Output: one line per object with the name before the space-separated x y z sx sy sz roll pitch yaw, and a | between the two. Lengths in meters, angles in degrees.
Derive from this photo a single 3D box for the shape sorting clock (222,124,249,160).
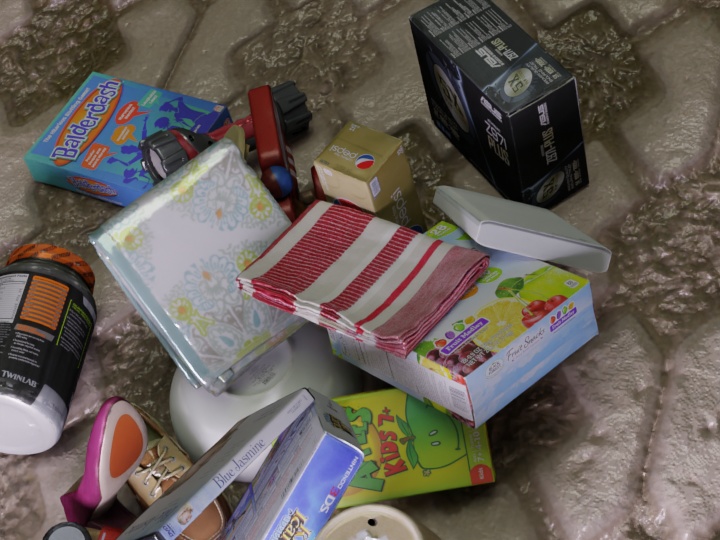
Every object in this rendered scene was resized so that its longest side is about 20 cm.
shape sorting clock | -0.153 -0.056 1.670 0.039 0.200 0.200 11 49 -15

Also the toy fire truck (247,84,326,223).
toy fire truck | -0.082 -0.074 1.668 0.112 0.168 0.200 -13 49 4

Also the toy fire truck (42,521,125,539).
toy fire truck | -0.202 0.321 1.416 0.200 0.129 0.176 9 53 7

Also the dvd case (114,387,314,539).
dvd case | -0.137 0.184 1.400 0.018 0.143 0.200 51 56 -6

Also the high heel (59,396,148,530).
high heel | -0.253 0.179 1.486 0.096 0.200 0.067 30 42 26

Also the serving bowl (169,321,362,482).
serving bowl | -0.101 0.110 1.589 0.200 0.066 0.200 -7 51 8

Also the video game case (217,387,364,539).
video game case | -0.071 0.214 1.385 0.045 0.181 0.200 30 93 -10

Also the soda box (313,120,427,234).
soda box | 0.018 -0.054 1.604 0.068 0.200 0.064 24 61 30

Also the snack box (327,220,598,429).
snack box | 0.090 0.045 1.480 0.169 0.068 0.200 -35 37 -29

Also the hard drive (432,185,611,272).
hard drive | 0.155 -0.044 1.569 0.132 0.027 0.200 13 11 -12

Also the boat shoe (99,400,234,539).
boat shoe | -0.197 0.197 1.532 0.076 0.074 0.200 -42 52 -11

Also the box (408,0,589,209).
box | 0.148 -0.182 1.700 0.086 0.164 0.200 -30 51 -11

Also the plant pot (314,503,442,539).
plant pot | 0.023 0.284 1.320 0.187 0.200 0.188 -6 52 8

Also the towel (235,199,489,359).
towel | 0.000 0.000 1.476 0.200 0.023 0.144 20 49 30

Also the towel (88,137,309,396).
towel | -0.140 -0.002 1.545 0.171 0.200 0.048 -37 7 -16

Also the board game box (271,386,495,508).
board game box | 0.020 0.163 1.491 0.200 0.048 0.102 -10 89 6

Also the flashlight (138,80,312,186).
flashlight | -0.150 -0.156 1.786 0.200 0.068 0.068 -30 75 -25

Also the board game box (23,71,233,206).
board game box | -0.270 -0.149 1.860 0.200 0.045 0.152 16 57 26

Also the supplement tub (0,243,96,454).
supplement tub | -0.344 0.078 1.641 0.122 0.123 0.200 0 51 14
